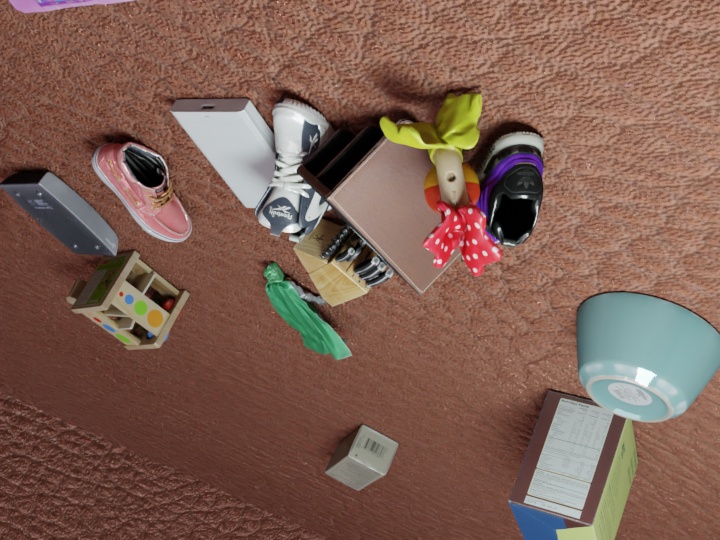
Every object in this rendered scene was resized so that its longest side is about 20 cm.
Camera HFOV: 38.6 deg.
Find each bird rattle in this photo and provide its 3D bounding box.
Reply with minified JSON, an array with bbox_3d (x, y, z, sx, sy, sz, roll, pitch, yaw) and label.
[{"bbox_3d":[0.107,-0.090,1.129,0.113,0.200,0.163,-20,173,7],"label":"bird rattle"}]

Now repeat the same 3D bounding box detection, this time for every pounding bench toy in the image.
[{"bbox_3d":[-0.446,0.066,1.948,0.200,0.124,0.156,-7,139,48],"label":"pounding bench toy"}]

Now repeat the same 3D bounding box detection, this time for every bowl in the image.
[{"bbox_3d":[0.367,0.128,1.356,0.201,0.105,0.201,21,154,11],"label":"bowl"}]

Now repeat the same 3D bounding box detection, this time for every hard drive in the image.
[{"bbox_3d":[-0.522,-0.100,1.806,0.135,0.042,0.200,3,145,39],"label":"hard drive"},{"bbox_3d":[-0.154,-0.155,1.397,0.132,0.026,0.200,6,147,35],"label":"hard drive"}]

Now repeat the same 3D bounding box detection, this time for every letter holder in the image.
[{"bbox_3d":[0.047,-0.094,1.265,0.200,0.142,0.101,45,180,-35],"label":"letter holder"}]

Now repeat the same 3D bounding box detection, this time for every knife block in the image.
[{"bbox_3d":[0.000,0.000,1.459,0.175,0.064,0.200,25,157,33],"label":"knife block"}]

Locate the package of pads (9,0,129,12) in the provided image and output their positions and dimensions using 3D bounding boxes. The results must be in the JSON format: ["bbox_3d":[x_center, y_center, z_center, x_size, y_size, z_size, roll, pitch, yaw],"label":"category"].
[{"bbox_3d":[-0.280,-0.333,1.075,0.200,0.121,0.076,5,141,37],"label":"package of pads"}]

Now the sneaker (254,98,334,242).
[{"bbox_3d":[-0.086,-0.112,1.296,0.079,0.130,0.199,18,152,14],"label":"sneaker"}]

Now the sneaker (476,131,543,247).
[{"bbox_3d":[0.162,-0.064,1.175,0.069,0.100,0.200,1,153,-5],"label":"sneaker"}]

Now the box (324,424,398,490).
[{"bbox_3d":[0.000,0.407,2.222,0.095,0.078,0.200,29,154,-6],"label":"box"}]

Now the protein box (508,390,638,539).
[{"bbox_3d":[0.345,0.334,1.642,0.135,0.200,0.199,12,150,26],"label":"protein box"}]

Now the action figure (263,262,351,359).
[{"bbox_3d":[-0.099,0.062,1.711,0.118,0.055,0.200,0,137,44],"label":"action figure"}]

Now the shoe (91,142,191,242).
[{"bbox_3d":[-0.313,-0.116,1.557,0.091,0.072,0.200,2,141,50],"label":"shoe"}]
